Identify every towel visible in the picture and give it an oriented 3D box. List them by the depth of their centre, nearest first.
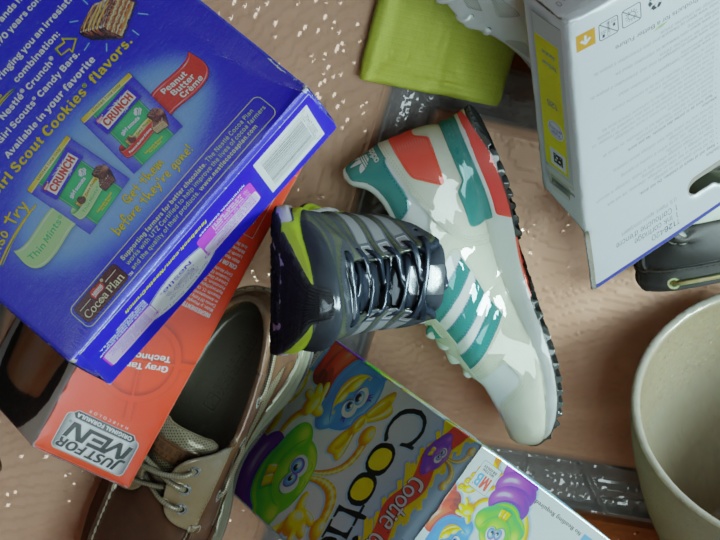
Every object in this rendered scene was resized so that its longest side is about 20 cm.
[{"bbox_3d":[0.060,-0.191,1.478,0.086,0.018,0.200,10,102,-22],"label":"towel"}]

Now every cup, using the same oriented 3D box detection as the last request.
[{"bbox_3d":[0.246,0.128,1.579,0.200,0.200,0.143,-18,139,-19],"label":"cup"}]

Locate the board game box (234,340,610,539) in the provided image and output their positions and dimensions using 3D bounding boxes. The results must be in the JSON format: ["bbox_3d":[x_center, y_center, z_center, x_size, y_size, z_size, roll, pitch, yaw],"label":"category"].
[{"bbox_3d":[0.023,0.124,1.450,0.105,0.200,0.103,38,88,-30],"label":"board game box"}]

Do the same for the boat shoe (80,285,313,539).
[{"bbox_3d":[-0.096,0.094,1.446,0.076,0.072,0.200,25,86,14],"label":"boat shoe"}]

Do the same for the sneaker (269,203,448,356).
[{"bbox_3d":[0.000,0.000,1.376,0.081,0.200,0.074,1,99,7],"label":"sneaker"}]

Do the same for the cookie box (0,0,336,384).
[{"bbox_3d":[-0.144,-0.075,1.319,0.200,0.075,0.171,40,86,15],"label":"cookie box"}]

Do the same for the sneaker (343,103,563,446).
[{"bbox_3d":[0.047,0.011,1.513,0.093,0.070,0.200,-16,115,-1],"label":"sneaker"}]

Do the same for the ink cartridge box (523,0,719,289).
[{"bbox_3d":[0.179,-0.114,1.466,0.198,0.047,0.200,-33,144,-20],"label":"ink cartridge box"}]

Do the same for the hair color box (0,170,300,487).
[{"bbox_3d":[-0.110,-0.002,1.406,0.061,0.102,0.200,26,93,-28],"label":"hair color box"}]

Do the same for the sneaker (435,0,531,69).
[{"bbox_3d":[0.035,-0.159,1.443,0.115,0.076,0.201,-28,118,8],"label":"sneaker"}]

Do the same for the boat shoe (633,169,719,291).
[{"bbox_3d":[0.247,-0.029,1.585,0.201,0.072,0.061,-7,113,-16],"label":"boat shoe"}]
